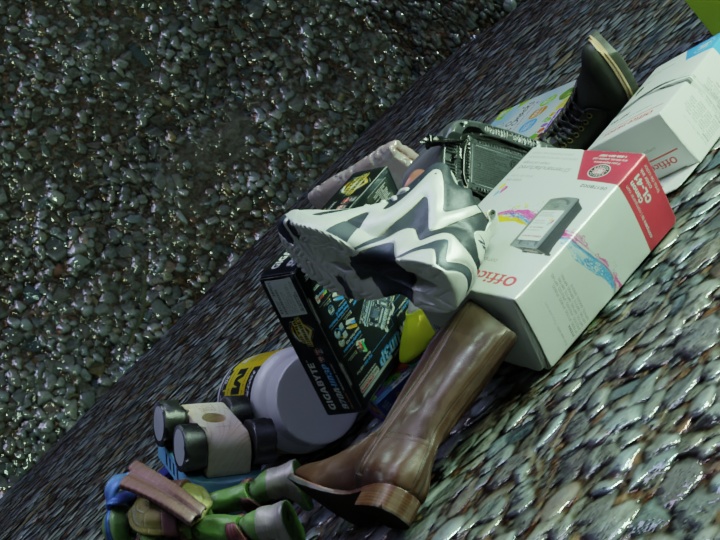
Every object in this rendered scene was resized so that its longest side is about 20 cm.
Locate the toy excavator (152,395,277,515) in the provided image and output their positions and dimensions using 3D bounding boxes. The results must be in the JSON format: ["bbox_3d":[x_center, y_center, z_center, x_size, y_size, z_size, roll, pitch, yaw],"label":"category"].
[{"bbox_3d":[-0.171,0.228,1.459,0.099,0.202,0.194,-2,17,-26],"label":"toy excavator"}]

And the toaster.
[{"bbox_3d":[0.129,-0.084,1.527,0.129,0.198,0.115,-39,43,55],"label":"toaster"}]

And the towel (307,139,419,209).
[{"bbox_3d":[0.057,-0.082,1.785,0.199,0.190,0.032,-27,38,51],"label":"towel"}]

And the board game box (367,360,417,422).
[{"bbox_3d":[0.088,0.073,1.374,0.200,0.045,0.134,-43,9,-7],"label":"board game box"}]

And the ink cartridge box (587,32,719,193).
[{"bbox_3d":[0.312,-0.148,1.413,0.200,0.068,0.116,-48,11,-34],"label":"ink cartridge box"}]

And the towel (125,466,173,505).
[{"bbox_3d":[-0.177,0.224,1.666,0.200,0.050,0.147,-38,3,-42],"label":"towel"}]

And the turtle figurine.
[{"bbox_3d":[-0.135,0.265,1.306,0.192,0.202,0.144,-17,-9,15],"label":"turtle figurine"}]

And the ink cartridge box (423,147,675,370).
[{"bbox_3d":[0.162,-0.017,1.243,0.200,0.086,0.147,-44,31,-25],"label":"ink cartridge box"}]

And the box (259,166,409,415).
[{"bbox_3d":[-0.002,0.016,1.352,0.046,0.160,0.200,-8,29,36],"label":"box"}]

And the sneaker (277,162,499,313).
[{"bbox_3d":[0.033,-0.041,1.220,0.198,0.080,0.130,9,44,38],"label":"sneaker"}]

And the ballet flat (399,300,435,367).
[{"bbox_3d":[0.090,0.004,1.334,0.200,0.067,0.067,-45,11,-21],"label":"ballet flat"}]

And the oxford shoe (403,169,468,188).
[{"bbox_3d":[0.092,-0.012,1.452,0.074,0.201,0.071,14,49,28],"label":"oxford shoe"}]

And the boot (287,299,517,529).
[{"bbox_3d":[0.036,0.118,1.187,0.186,0.064,0.201,0,55,56],"label":"boot"}]

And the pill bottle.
[{"bbox_3d":[-0.079,0.142,1.513,0.114,0.114,0.200,-44,9,-21],"label":"pill bottle"}]

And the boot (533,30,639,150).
[{"bbox_3d":[0.237,-0.167,1.544,0.138,0.078,0.200,-32,-32,0],"label":"boot"}]

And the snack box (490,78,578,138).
[{"bbox_3d":[0.232,-0.168,1.761,0.199,0.068,0.169,-21,20,43],"label":"snack box"}]

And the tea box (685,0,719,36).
[{"bbox_3d":[0.440,-0.374,1.537,0.133,0.197,0.200,-31,14,49],"label":"tea box"}]
